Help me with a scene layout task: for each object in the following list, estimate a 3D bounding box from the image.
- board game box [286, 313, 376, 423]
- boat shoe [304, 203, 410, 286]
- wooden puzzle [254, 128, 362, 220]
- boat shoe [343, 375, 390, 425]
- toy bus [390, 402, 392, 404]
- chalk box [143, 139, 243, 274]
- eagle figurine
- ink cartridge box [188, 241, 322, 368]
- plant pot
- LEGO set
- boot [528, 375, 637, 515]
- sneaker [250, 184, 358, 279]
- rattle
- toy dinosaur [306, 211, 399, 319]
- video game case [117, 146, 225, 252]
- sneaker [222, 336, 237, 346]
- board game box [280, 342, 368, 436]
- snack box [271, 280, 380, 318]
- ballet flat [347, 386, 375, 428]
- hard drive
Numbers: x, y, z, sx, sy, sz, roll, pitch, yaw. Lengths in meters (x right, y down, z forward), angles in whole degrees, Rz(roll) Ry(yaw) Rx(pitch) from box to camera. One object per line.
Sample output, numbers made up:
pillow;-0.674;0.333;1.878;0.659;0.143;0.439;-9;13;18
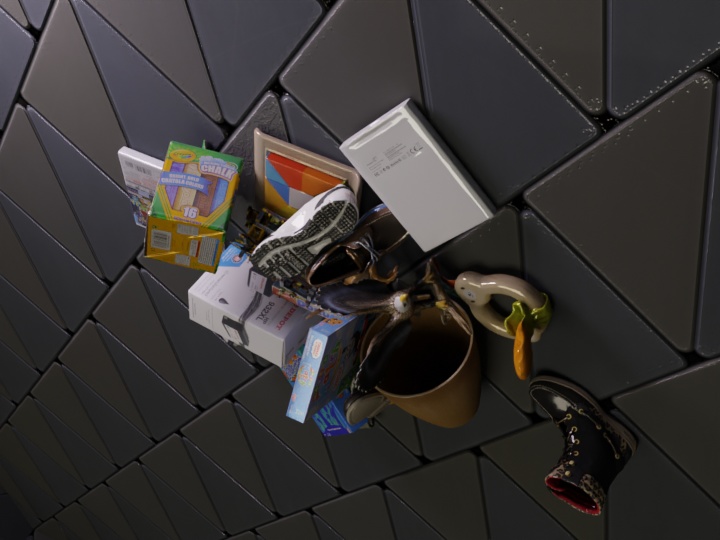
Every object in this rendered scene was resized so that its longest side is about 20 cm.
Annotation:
board game box;-0.040;0.134;1.488;0.037;0.200;0.152;23;112;18
boat shoe;0.004;-0.030;1.432;0.200;0.072;0.072;-34;109;18
wooden puzzle;-0.091;-0.117;1.512;0.200;0.037;0.185;26;143;15
boat shoe;0.002;0.205;1.558;0.063;0.073;0.200;48;-171;14
toy bus;0.044;0.165;1.670;0.065;0.078;0.200;17;139;25
chalk box;-0.264;-0.118;1.539;0.124;0.200;0.124;14;144;-7
eagle figurine;0.040;0.066;1.416;0.152;0.200;0.151;49;163;43
ink cartridge box;-0.182;0.058;1.686;0.200;0.145;0.084;26;141;15
plant pot;0.122;0.172;1.550;0.186;0.187;0.200;9;149;33
LEGO set;-0.125;-0.005;1.556;0.200;0.116;0.154;31;163;-3
boot;0.328;0.271;1.487;0.200;0.151;0.073;40;144;-3
sneaker;-0.081;-0.057;1.440;0.200;0.080;0.074;-31;115;22
rattle;0.173;0.072;1.419;0.200;0.143;0.130;24;161;9
toy dinosaur;0.000;0.000;1.517;0.106;0.060;0.200;21;107;-7
video game case;-0.340;-0.122;1.729;0.200;0.023;0.182;21;141;19
sneaker;-0.215;0.096;1.814;0.199;0.080;0.130;14;139;29
board game box;-0.080;0.217;1.795;0.200;0.045;0.152;57;155;-1
snack box;-0.049;0.047;1.626;0.200;0.072;0.024;23;143;19
ballet flat;0.007;0.233;1.804;0.064;0.067;0.200;1;138;2
hard drive;0.081;-0.130;1.342;0.132;0.026;0.200;-28;110;38
